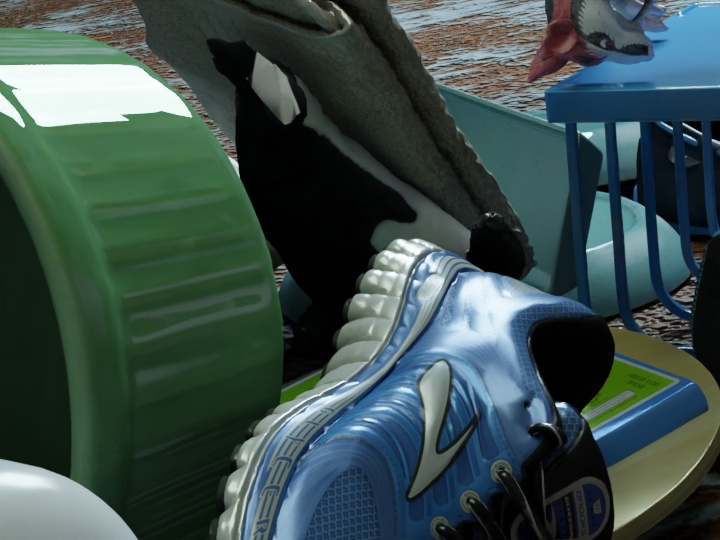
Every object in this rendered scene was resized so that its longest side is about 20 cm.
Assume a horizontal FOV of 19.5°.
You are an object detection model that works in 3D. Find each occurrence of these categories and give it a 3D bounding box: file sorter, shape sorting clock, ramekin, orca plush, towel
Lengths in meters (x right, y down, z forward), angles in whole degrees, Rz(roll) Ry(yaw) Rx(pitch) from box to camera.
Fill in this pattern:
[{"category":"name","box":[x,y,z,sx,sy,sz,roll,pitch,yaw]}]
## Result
[{"category":"file sorter","box":[0.177,-0.036,0.855,0.137,0.124,0.200,0,15,25]},{"category":"shape sorting clock","box":[0.023,0.065,0.697,0.198,0.040,0.200,-10,23,4]},{"category":"ramekin","box":[-0.116,0.022,0.623,0.199,0.202,0.097,5,12,38]},{"category":"orca plush","box":[0.000,0.000,0.781,0.104,0.072,0.200,14,-22,24]},{"category":"towel","box":[-0.015,-0.063,0.816,0.132,0.200,0.035,24,73,35]}]

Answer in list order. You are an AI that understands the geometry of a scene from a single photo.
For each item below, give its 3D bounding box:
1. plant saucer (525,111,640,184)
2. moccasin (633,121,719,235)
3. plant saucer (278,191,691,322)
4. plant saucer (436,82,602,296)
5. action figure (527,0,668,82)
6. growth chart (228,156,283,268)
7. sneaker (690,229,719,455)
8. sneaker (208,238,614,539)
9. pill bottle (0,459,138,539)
[{"category":"plant saucer","box":[0.078,-0.067,1.176,0.198,0.028,0.200,-5,9,1]},{"category":"moccasin","box":[0.213,-0.049,0.997,0.198,0.069,0.080,4,18,34]},{"category":"plant saucer","box":[0.057,-0.008,0.995,0.198,0.028,0.200,-6,14,1]},{"category":"plant saucer","box":[0.057,-0.040,0.934,0.019,0.071,0.200,6,10,-21]},{"category":"action figure","box":[0.116,-0.156,0.801,0.133,0.149,0.200,-1,45,54]},{"category":"growth chart","box":[-0.073,-0.035,0.943,0.199,0.018,0.144,20,16,26]},{"category":"sneaker","box":[0.204,0.025,0.692,0.198,0.083,0.073,1,14,21]},{"category":"sneaker","box":[0.021,0.063,0.572,0.088,0.079,0.201,8,41,20]},{"category":"pill bottle","box":[-0.121,0.095,0.503,0.199,0.112,0.110,6,19,40]}]
